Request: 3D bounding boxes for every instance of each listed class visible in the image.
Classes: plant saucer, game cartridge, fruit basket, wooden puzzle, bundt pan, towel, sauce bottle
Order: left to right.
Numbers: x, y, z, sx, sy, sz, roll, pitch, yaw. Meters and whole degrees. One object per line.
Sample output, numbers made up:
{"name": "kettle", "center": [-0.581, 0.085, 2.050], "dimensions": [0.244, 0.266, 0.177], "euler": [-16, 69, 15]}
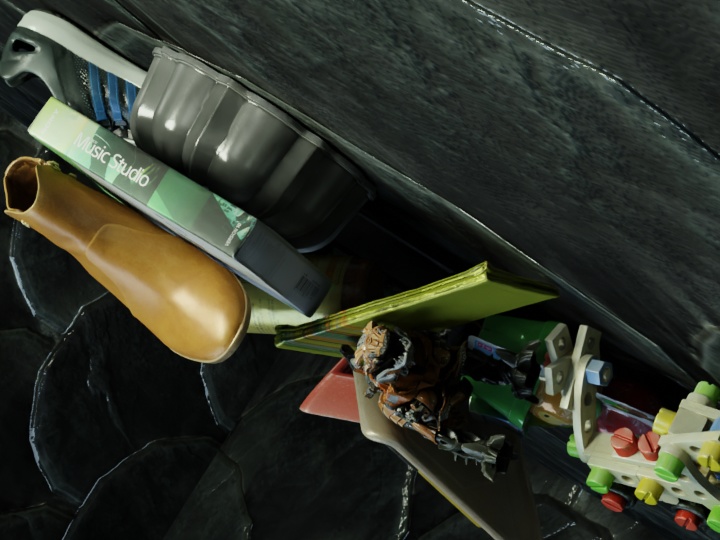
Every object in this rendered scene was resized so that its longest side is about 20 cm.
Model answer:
{"name": "bundt pan", "center": [-0.089, -0.080, 1.241], "dimensions": [0.201, 0.076, 0.202], "euler": [32, 174, 4]}
{"name": "sauce bottle", "center": [-0.083, 0.017, 1.287], "dimensions": [0.199, 0.067, 0.066], "euler": [2, 166, 15]}
{"name": "game cartridge", "center": [0.000, 0.000, 1.362], "dimensions": [0.199, 0.039, 0.130], "euler": [32, -157, 7]}
{"name": "towel", "center": [0.036, 0.030, 1.175], "dimensions": [0.199, 0.018, 0.086], "euler": [-18, 161, 39]}
{"name": "plant saucer", "center": [0.063, 0.106, 1.564], "dimensions": [0.198, 0.037, 0.200], "euler": [9, -166, 11]}
{"name": "wooden puzzle", "center": [0.063, 0.127, 1.352], "dimensions": [0.200, 0.037, 0.186], "euler": [39, -156, -29]}
{"name": "fruit basket", "center": [0.177, 0.111, 1.325], "dimensions": [0.199, 0.094, 0.185], "euler": [29, 175, 10]}

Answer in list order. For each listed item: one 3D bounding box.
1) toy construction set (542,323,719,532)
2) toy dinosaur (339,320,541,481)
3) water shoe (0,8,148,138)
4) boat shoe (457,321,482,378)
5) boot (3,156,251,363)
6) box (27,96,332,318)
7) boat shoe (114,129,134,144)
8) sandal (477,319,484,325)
{"name": "toy construction set", "center": [0.201, 0.117, 1.159], "dimensions": [0.200, 0.092, 0.131], "euler": [28, 163, 47]}
{"name": "toy dinosaur", "center": [0.057, 0.083, 1.214], "dimensions": [0.135, 0.103, 0.200], "euler": [15, -175, 19]}
{"name": "water shoe", "center": [-0.213, -0.141, 1.409], "dimensions": [0.199, 0.079, 0.072], "euler": [33, 175, 2]}
{"name": "boat shoe", "center": [0.041, 0.019, 1.466], "dimensions": [0.200, 0.070, 0.070], "euler": [42, 137, -1]}
{"name": "boot", "center": [-0.172, -0.010, 1.164], "dimensions": [0.144, 0.071, 0.201], "euler": [33, -179, -38]}
{"name": "box", "center": [-0.127, -0.044, 1.183], "dimensions": [0.199, 0.036, 0.144], "euler": [29, 174, 26]}
{"name": "boat shoe", "center": [-0.148, -0.095, 1.540], "dimensions": [0.199, 0.063, 0.073], "euler": [31, 173, 4]}
{"name": "sandal", "center": [0.173, 0.096, 1.479], "dimensions": [0.199, 0.043, 0.076], "euler": [32, 175, 16]}
